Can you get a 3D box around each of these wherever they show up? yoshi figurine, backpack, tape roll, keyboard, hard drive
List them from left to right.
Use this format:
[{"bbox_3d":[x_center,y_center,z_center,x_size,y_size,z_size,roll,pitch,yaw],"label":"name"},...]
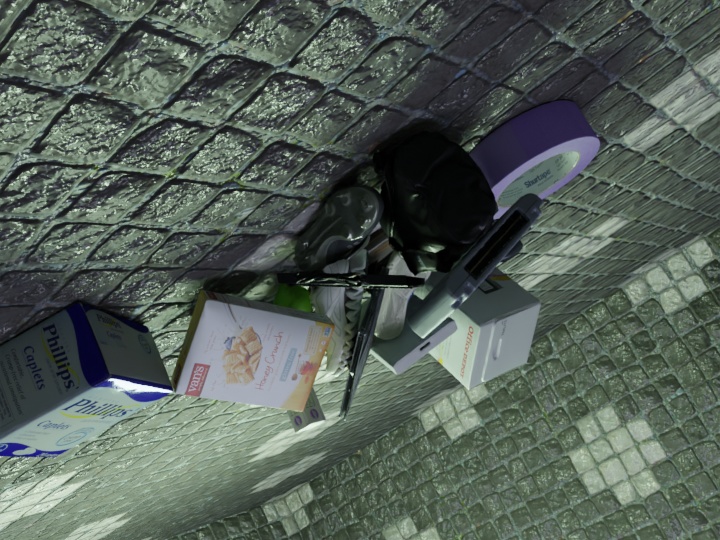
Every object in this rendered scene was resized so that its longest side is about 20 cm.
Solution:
[{"bbox_3d":[-0.145,0.065,1.230,0.199,0.112,0.113,4,106,-36],"label":"yoshi figurine"},{"bbox_3d":[-0.022,0.014,1.081,0.199,0.021,0.127,0,176,30],"label":"keyboard"},{"bbox_3d":[0.061,0.095,1.428,0.131,0.200,0.026,-35,122,-14],"label":"hard drive"},{"bbox_3d":[0.095,-0.076,1.053,0.126,0.168,0.200,-29,170,-12],"label":"backpack"},{"bbox_3d":[0.241,-0.156,1.188,0.199,0.066,0.200,-25,163,-8],"label":"tape roll"}]

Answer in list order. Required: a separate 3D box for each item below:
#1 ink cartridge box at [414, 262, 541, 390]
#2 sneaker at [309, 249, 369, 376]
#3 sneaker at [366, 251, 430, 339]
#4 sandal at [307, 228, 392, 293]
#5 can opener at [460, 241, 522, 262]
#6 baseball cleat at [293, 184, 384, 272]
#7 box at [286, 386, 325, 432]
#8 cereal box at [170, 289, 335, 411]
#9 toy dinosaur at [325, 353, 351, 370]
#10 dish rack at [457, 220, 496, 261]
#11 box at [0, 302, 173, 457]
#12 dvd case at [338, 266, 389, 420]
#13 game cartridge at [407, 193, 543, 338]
[{"bbox_3d":[0.196,0.081,1.487,0.145,0.200,0.148,-18,131,-29],"label":"ink cartridge box"},{"bbox_3d":[-0.038,0.060,1.226,0.080,0.202,0.075,8,-163,0],"label":"sneaker"},{"bbox_3d":[0.063,0.005,1.368,0.076,0.112,0.201,10,122,-11],"label":"sneaker"},{"bbox_3d":[0.000,0.000,1.279,0.199,0.055,0.082,-32,162,13],"label":"sandal"},{"bbox_3d":[0.204,-0.033,1.474,0.199,0.067,0.053,-21,161,-22],"label":"can opener"},{"bbox_3d":[-0.014,-0.063,1.085,0.106,0.070,0.200,-21,172,-40],"label":"baseball cleat"},{"bbox_3d":[-0.114,0.153,1.296,0.039,0.201,0.041,-36,159,36],"label":"box"},{"bbox_3d":[-0.149,0.116,1.150,0.199,0.040,0.145,12,106,-30],"label":"cereal box"},{"bbox_3d":[-0.034,0.105,1.376,0.102,0.137,0.200,-21,170,-27],"label":"toy dinosaur"},{"bbox_3d":[0.204,-0.068,1.334,0.200,0.055,0.154,-36,169,-32],"label":"dish rack"},{"bbox_3d":[-0.374,0.146,1.047,0.199,0.105,0.184,-30,163,4],"label":"box"},{"bbox_3d":[0.006,0.115,1.278,0.149,0.016,0.201,-68,173,-48],"label":"dvd case"},{"bbox_3d":[0.139,-0.005,1.018,0.200,0.041,0.133,-44,172,-33],"label":"game cartridge"}]
